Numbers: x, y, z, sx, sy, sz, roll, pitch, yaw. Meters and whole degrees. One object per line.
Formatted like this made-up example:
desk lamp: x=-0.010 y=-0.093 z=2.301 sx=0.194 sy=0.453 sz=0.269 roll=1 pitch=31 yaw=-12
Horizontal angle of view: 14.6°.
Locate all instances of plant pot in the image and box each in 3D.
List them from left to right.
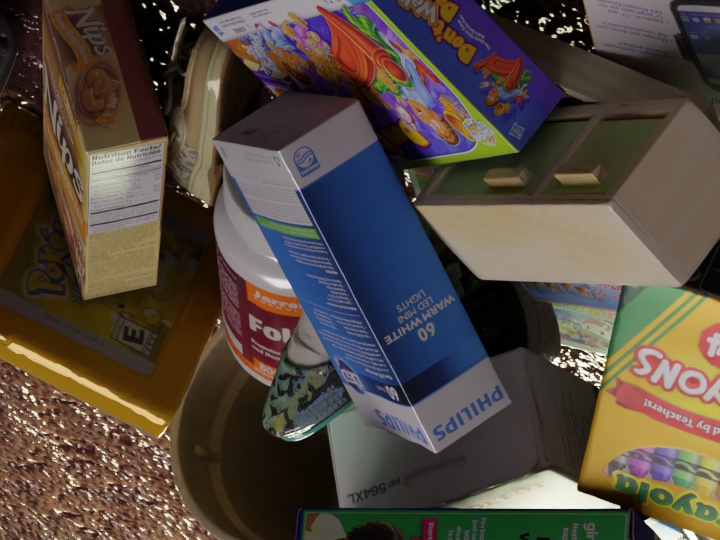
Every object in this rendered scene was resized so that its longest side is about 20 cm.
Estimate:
plant pot: x=-0.002 y=0.132 z=1.961 sx=0.200 sy=0.201 sz=0.183 roll=7 pitch=160 yaw=31

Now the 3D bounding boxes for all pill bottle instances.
pill bottle: x=-0.035 y=-0.013 z=1.777 sx=0.114 sy=0.114 sz=0.200 roll=19 pitch=153 yaw=11

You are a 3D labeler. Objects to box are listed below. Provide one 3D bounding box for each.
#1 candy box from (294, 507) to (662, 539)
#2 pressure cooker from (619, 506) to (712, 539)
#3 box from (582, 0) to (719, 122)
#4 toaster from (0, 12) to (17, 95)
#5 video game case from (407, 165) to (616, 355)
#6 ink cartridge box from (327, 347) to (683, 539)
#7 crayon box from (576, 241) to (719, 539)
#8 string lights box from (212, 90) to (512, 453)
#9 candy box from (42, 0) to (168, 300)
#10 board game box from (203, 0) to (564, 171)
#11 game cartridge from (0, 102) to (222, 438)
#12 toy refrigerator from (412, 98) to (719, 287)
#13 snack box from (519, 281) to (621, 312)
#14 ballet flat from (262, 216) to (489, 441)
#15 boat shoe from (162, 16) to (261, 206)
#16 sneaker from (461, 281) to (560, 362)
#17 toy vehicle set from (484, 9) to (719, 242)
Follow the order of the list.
candy box: x=0.079 y=0.190 z=1.639 sx=0.200 sy=0.077 sz=0.169 roll=-3 pitch=161 yaw=17
pressure cooker: x=0.252 y=0.101 z=1.684 sx=0.178 sy=0.176 sz=0.200 roll=3 pitch=145 yaw=38
box: x=0.181 y=-0.129 z=1.481 sx=0.119 sy=0.042 sz=0.200 roll=13 pitch=153 yaw=22
toaster: x=-0.290 y=-0.106 z=1.766 sx=0.114 sy=0.200 sz=0.129 roll=30 pitch=169 yaw=-5
video game case: x=0.110 y=-0.013 z=1.768 sx=0.143 sy=0.018 sz=0.200 roll=12 pitch=151 yaw=21
ink cartridge box: x=0.094 y=0.129 z=1.748 sx=0.146 sy=0.084 sz=0.200 roll=-22 pitch=152 yaw=24
crayon box: x=0.194 y=0.080 z=1.535 sx=0.127 sy=0.051 sz=0.200 roll=18 pitch=132 yaw=12
string lights box: x=0.000 y=0.000 z=1.597 sx=0.200 sy=0.059 sz=0.103 roll=62 pitch=162 yaw=-18
candy box: x=-0.162 y=-0.078 z=1.759 sx=0.055 sy=0.116 sz=0.200 roll=-13 pitch=155 yaw=-12
board game box: x=0.009 y=-0.119 z=1.561 sx=0.134 sy=0.045 sz=0.200 roll=45 pitch=161 yaw=-17
game cartridge: x=-0.187 y=-0.005 z=1.850 sx=0.200 sy=0.176 sz=0.032 roll=28 pitch=141 yaw=-9
toy refrigerator: x=0.114 y=-0.043 z=1.494 sx=0.070 sy=0.076 sz=0.200 roll=46 pitch=161 yaw=-22
snack box: x=0.143 y=-0.005 z=1.609 sx=0.072 sy=0.024 sz=0.200 roll=48 pitch=160 yaw=-26
ballet flat: x=0.007 y=0.017 z=1.692 sx=0.074 sy=0.200 sz=0.074 roll=44 pitch=164 yaw=16
boat shoe: x=-0.102 y=-0.099 z=1.725 sx=0.063 sy=0.073 sz=0.200 roll=26 pitch=156 yaw=4
sneaker: x=0.063 y=0.072 z=1.805 sx=0.114 sy=0.076 sz=0.200 roll=-15 pitch=148 yaw=-11
toy vehicle set: x=0.120 y=-0.080 z=1.559 sx=0.200 sy=0.027 sz=0.124 roll=26 pitch=158 yaw=34
